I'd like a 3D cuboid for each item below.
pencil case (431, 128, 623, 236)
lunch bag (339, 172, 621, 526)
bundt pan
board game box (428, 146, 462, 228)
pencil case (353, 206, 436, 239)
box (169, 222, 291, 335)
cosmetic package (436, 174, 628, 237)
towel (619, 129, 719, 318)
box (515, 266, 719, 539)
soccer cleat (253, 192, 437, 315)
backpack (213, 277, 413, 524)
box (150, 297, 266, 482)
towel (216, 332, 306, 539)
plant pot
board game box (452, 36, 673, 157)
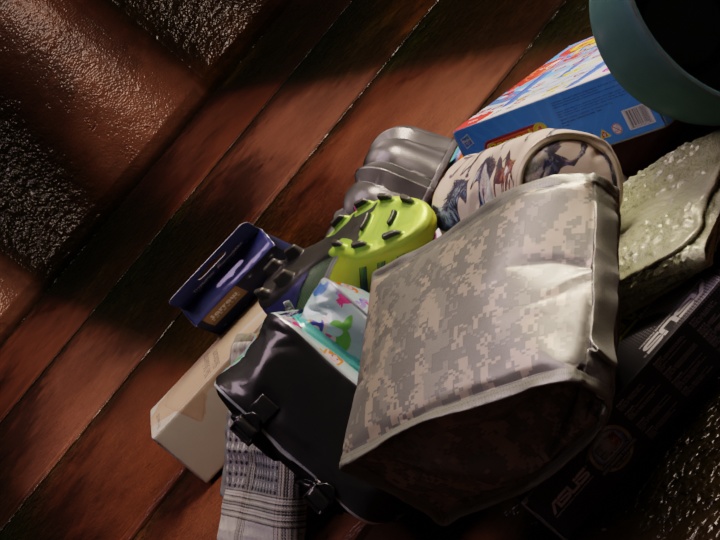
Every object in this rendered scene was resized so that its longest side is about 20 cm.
[{"bbox_3d":[0.118,-0.052,1.229,0.089,0.078,0.200,-70,14,-8],"label":"pencil case"},{"bbox_3d":[0.095,0.047,1.077,0.200,0.118,0.164,-33,37,42],"label":"lunch bag"},{"bbox_3d":[0.019,-0.055,1.639,0.202,0.076,0.202,-63,0,0],"label":"bundt pan"},{"bbox_3d":[0.152,-0.114,1.609,0.200,0.045,0.152,-32,23,46],"label":"board game box"},{"bbox_3d":[0.004,0.042,1.454,0.094,0.091,0.200,12,-83,-74],"label":"pencil case"},{"bbox_3d":[-0.111,0.020,1.787,0.121,0.032,0.200,-46,-26,8],"label":"box"},{"bbox_3d":[0.144,-0.036,1.412,0.102,0.074,0.200,-53,19,-13],"label":"cosmetic package"},{"bbox_3d":[0.182,-0.018,1.186,0.200,0.036,0.148,-33,21,43],"label":"towel"},{"bbox_3d":[0.166,0.074,1.155,0.200,0.044,0.160,-48,15,0],"label":"box"},{"bbox_3d":[0.000,-0.001,1.353,0.200,0.084,0.065,-28,30,42],"label":"soccer cleat"},{"bbox_3d":[-0.006,0.099,1.282,0.151,0.178,0.200,-49,-9,-3],"label":"backpack"},{"bbox_3d":[-0.121,0.111,1.734,0.200,0.078,0.095,-47,16,4],"label":"box"},{"bbox_3d":[-0.089,0.151,1.470,0.200,0.035,0.193,175,97,-70],"label":"towel"},{"bbox_3d":[0.250,-0.190,1.173,0.201,0.201,0.161,-52,3,-13],"label":"plant pot"},{"bbox_3d":[0.208,-0.155,1.394,0.200,0.056,0.196,-17,15,45],"label":"board game box"}]
